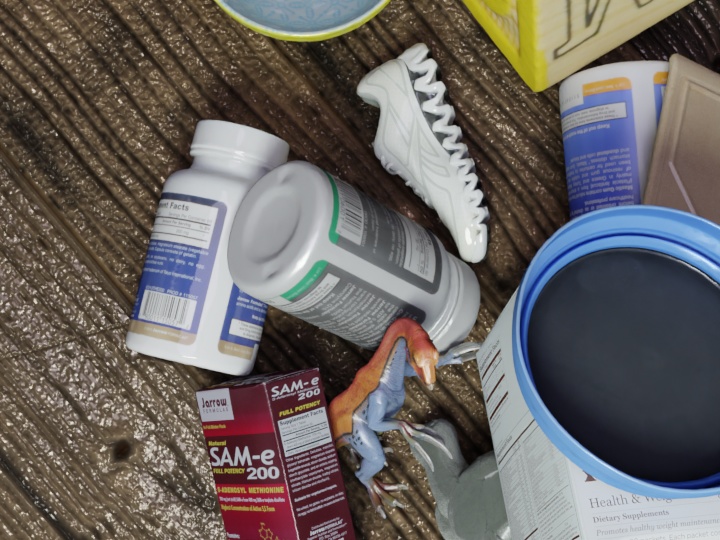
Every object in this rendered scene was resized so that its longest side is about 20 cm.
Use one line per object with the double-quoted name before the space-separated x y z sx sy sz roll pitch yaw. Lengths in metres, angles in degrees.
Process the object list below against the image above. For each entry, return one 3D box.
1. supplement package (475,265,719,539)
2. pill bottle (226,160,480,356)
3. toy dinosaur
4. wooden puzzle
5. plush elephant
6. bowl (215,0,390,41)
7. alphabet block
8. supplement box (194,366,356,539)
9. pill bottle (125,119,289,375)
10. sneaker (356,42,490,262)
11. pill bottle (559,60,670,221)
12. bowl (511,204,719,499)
"supplement package" 0.205 0.117 0.823 0.190 0.147 0.201 -3 63 -12
"pill bottle" 0.000 0.000 0.931 0.200 0.113 0.114 28 83 -39
"toy dinosaur" 0.010 0.113 0.921 0.199 0.105 0.182 -6 130 1
"wooden puzzle" 0.311 -0.059 0.938 0.184 0.037 0.201 21 68 -17
"plush elephant" 0.155 0.205 0.952 0.164 0.155 0.201 -35 42 29
"bowl" -0.047 -0.286 0.997 0.199 0.108 0.201 0 85 1
"alphabet block" 0.175 -0.304 0.942 0.199 0.197 0.196 -31 63 -5
"supplement box" -0.066 0.186 0.947 0.061 0.109 0.201 -12 89 -40
"pill bottle" -0.122 -0.019 0.972 0.110 0.111 0.201 13 85 -1
"sneaker" 0.059 -0.096 1.011 0.081 0.075 0.201 -21 79 5
"pill bottle" 0.234 -0.070 0.990 0.111 0.112 0.201 -4 86 -3
"bowl" 0.193 0.053 0.748 0.199 0.039 0.202 4 62 -7
